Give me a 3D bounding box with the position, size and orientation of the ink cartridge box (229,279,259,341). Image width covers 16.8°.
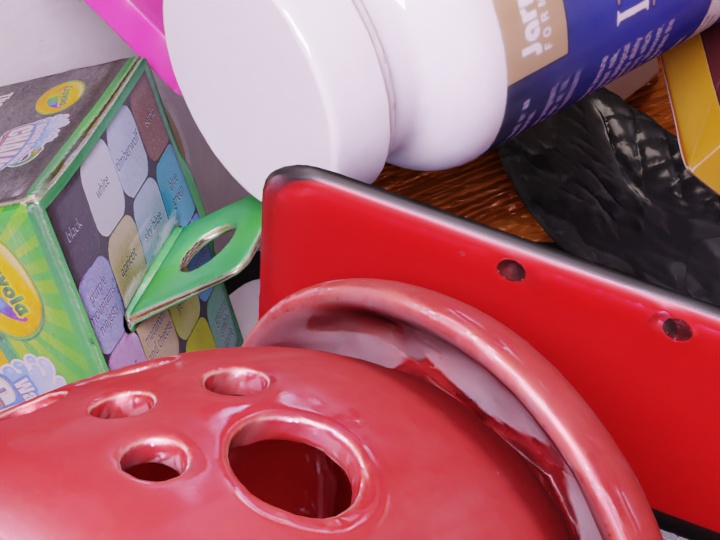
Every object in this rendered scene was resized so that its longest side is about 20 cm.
[{"bbox_3d":[-0.055,0.085,0.874,0.115,0.067,0.200,8,35,42],"label":"ink cartridge box"}]

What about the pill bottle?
[{"bbox_3d":[0.039,-0.103,0.820,0.199,0.116,0.115,-30,29,-27],"label":"pill bottle"}]

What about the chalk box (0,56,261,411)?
[{"bbox_3d":[-0.119,0.013,0.841,0.199,0.125,0.125,-9,25,19],"label":"chalk box"}]

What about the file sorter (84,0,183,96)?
[{"bbox_3d":[-0.018,-0.147,0.947,0.139,0.126,0.199,45,21,28],"label":"file sorter"}]

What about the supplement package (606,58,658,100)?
[{"bbox_3d":[0.018,-0.140,1.143,0.199,0.153,0.151,-5,14,23],"label":"supplement package"}]

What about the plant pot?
[{"bbox_3d":[-0.025,0.114,0.665,0.182,0.202,0.200,-26,26,-38],"label":"plant pot"}]

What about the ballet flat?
[{"bbox_3d":[0.123,-0.026,0.991,0.057,0.067,0.200,-4,30,-38],"label":"ballet flat"}]

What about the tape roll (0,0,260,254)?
[{"bbox_3d":[-0.132,-0.034,1.005,0.202,0.204,0.071,-34,31,-32],"label":"tape roll"}]

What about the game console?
[{"bbox_3d":[0.075,0.019,0.772,0.199,0.119,0.172,20,26,9],"label":"game console"}]

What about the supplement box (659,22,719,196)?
[{"bbox_3d":[0.222,-0.121,0.905,0.200,0.132,0.198,-42,30,27],"label":"supplement box"}]

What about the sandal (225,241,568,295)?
[{"bbox_3d":[0.000,0.000,0.989,0.198,0.045,0.075,-2,24,-12],"label":"sandal"}]
